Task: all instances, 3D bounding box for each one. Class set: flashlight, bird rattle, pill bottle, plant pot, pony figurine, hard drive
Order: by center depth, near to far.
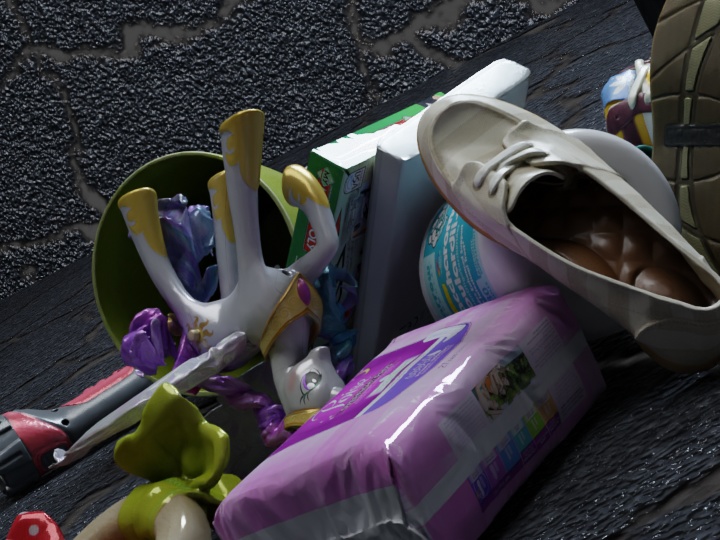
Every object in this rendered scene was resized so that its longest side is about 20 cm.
[{"bbox_3d":[-0.137,0.159,1.104,0.199,0.113,0.163,-30,24,14],"label":"bird rattle"},{"bbox_3d":[0.097,-0.007,1.195,0.110,0.111,0.200,-31,-1,-16],"label":"pill bottle"},{"bbox_3d":[-0.076,0.038,1.209,0.166,0.201,0.193,3,-26,-46],"label":"pony figurine"},{"bbox_3d":[0.046,-0.018,1.309,0.026,0.201,0.132,29,44,26],"label":"hard drive"},{"bbox_3d":[-0.086,-0.005,1.715,0.186,0.188,0.200,-25,-6,24],"label":"plant pot"},{"bbox_3d":[-0.227,0.111,1.782,0.199,0.068,0.068,-33,6,-18],"label":"flashlight"}]

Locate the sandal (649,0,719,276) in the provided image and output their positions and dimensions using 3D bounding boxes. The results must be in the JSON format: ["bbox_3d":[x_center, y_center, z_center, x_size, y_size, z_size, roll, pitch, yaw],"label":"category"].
[{"bbox_3d":[0.203,-0.087,1.186,0.080,0.202,0.054,7,-1,35],"label":"sandal"}]

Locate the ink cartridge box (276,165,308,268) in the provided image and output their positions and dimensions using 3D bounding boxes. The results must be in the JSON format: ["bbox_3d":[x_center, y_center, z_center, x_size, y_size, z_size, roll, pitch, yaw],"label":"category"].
[{"bbox_3d":[-0.027,-0.063,2.081,0.199,0.085,0.146,-34,10,-33],"label":"ink cartridge box"}]

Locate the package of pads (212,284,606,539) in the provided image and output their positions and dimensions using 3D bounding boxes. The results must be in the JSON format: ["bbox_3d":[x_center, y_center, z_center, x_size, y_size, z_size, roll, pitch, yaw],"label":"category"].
[{"bbox_3d":[0.026,0.087,1.034,0.120,0.076,0.200,-21,11,35],"label":"package of pads"}]

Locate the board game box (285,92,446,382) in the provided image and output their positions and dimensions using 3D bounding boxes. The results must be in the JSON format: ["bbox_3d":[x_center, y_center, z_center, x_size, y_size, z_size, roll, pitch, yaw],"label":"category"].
[{"bbox_3d":[0.000,0.000,1.307,0.029,0.201,0.134,30,35,26],"label":"board game box"}]

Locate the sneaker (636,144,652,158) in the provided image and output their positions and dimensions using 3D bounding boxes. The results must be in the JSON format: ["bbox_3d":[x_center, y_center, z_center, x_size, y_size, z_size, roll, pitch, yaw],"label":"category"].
[{"bbox_3d":[0.163,-0.032,1.281,0.199,0.080,0.075,-24,9,39],"label":"sneaker"}]

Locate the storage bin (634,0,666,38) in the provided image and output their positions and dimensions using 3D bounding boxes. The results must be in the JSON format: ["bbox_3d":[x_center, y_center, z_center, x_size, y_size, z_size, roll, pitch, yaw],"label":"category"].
[{"bbox_3d":[0.250,-0.170,1.384,0.093,0.201,0.135,-29,8,-6],"label":"storage bin"}]

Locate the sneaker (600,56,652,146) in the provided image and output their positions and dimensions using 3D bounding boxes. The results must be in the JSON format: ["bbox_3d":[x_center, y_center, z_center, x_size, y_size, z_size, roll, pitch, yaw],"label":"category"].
[{"bbox_3d":[0.194,-0.107,1.281,0.075,0.090,0.201,-63,-5,-52],"label":"sneaker"}]

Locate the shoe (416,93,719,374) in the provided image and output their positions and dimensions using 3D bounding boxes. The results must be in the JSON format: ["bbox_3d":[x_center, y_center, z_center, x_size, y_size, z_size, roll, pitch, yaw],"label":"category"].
[{"bbox_3d":[0.107,-0.029,1.055,0.070,0.200,0.053,-47,-20,-11],"label":"shoe"}]
